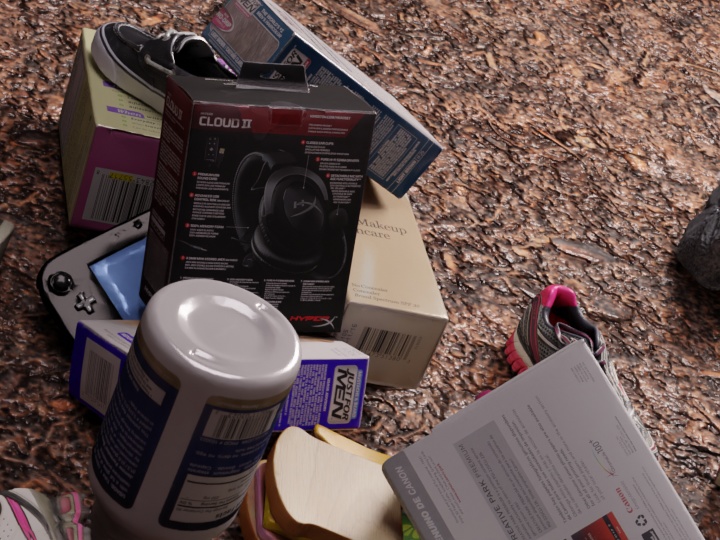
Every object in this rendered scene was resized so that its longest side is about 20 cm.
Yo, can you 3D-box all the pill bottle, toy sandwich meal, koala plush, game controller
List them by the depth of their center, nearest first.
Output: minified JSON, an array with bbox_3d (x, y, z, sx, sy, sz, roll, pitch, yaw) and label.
[{"bbox_3d":[-0.122,0.115,1.428,0.110,0.201,0.111,17,32,-11],"label":"pill bottle"},{"bbox_3d":[0.009,0.185,1.533,0.204,0.071,0.206,17,33,-11],"label":"toy sandwich meal"},{"bbox_3d":[-0.155,0.003,1.658,0.199,0.042,0.104,-28,69,-28],"label":"game controller"},{"bbox_3d":[0.432,-0.008,2.037,0.200,0.184,0.178,42,40,-11],"label":"koala plush"}]

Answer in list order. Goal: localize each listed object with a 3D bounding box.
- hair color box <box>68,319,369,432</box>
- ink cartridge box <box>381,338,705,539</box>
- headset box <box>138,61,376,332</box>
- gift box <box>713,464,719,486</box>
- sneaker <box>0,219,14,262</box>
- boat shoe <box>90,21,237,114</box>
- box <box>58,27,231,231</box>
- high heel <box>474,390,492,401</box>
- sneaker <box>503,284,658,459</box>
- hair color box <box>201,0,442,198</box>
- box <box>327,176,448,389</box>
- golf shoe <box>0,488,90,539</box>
[{"bbox_3d":[-0.106,0.079,1.587,0.199,0.065,0.109,2,13,-33],"label":"hair color box"},{"bbox_3d":[0.135,0.182,1.512,0.175,0.084,0.201,-29,79,-4],"label":"ink cartridge box"},{"bbox_3d":[-0.078,-0.059,1.593,0.148,0.201,0.077,1,20,-22],"label":"headset box"},{"bbox_3d":[0.423,0.143,1.769,0.186,0.185,0.200,27,35,21],"label":"gift box"},{"bbox_3d":[-0.340,-0.001,1.571,0.106,0.075,0.200,29,33,3],"label":"sneaker"},{"bbox_3d":[-0.149,-0.166,1.729,0.071,0.068,0.200,-6,36,-42],"label":"boat shoe"},{"bbox_3d":[-0.161,-0.108,1.799,0.175,0.097,0.200,11,28,-17],"label":"box"},{"bbox_3d":[0.140,0.141,1.656,0.067,0.097,0.200,6,36,-25],"label":"high heel"},{"bbox_3d":[0.188,0.097,1.772,0.080,0.075,0.200,-2,41,-34],"label":"sneaker"},{"bbox_3d":[-0.030,-0.145,1.716,0.200,0.061,0.100,35,9,-43],"label":"hair color box"},{"bbox_3d":[0.000,0.000,1.736,0.094,0.078,0.201,10,35,-21],"label":"box"},{"bbox_3d":[-0.216,0.214,1.352,0.091,0.073,0.200,5,26,-17],"label":"golf shoe"}]
